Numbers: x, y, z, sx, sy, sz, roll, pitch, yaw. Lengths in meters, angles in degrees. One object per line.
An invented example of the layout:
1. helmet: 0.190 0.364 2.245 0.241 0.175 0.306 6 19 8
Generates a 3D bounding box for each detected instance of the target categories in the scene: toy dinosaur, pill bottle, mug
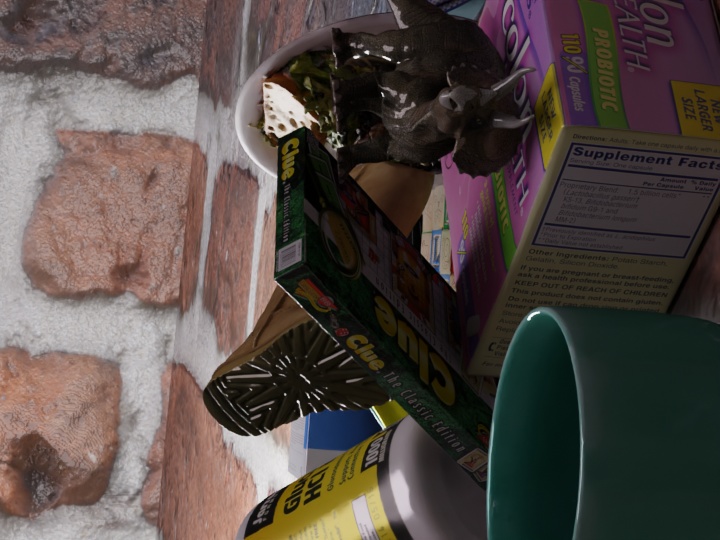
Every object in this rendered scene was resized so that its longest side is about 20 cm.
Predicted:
1. toy dinosaur: 0.036 -0.095 1.113 0.200 0.102 0.077 -89 -5 -65
2. pill bottle: -0.001 0.164 1.234 0.200 0.112 0.113 -33 45 35
3. mug: 0.128 0.092 0.980 0.185 0.114 0.152 -139 54 -77

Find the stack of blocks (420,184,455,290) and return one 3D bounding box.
1. stack of blocks: 0.088 0.004 1.351 0.200 0.058 0.115 -178 92 -78

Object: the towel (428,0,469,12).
1. towel: 0.081 -0.220 1.315 0.200 0.145 0.024 -103 -9 -56

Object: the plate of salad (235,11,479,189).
1. plate of salad: 0.020 -0.095 1.376 0.200 0.200 0.048 111 157 -54

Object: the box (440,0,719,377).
1. box: 0.116 -0.068 1.148 0.200 0.096 0.176 109 162 -48

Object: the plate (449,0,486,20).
1. plate: 0.042 -0.162 1.495 0.200 0.026 0.200 -52 10 14

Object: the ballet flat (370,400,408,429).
1. ballet flat: 0.060 0.114 1.325 0.200 0.067 0.067 62 -144 -9

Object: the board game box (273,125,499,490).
1. board game box: 0.019 0.022 1.137 0.200 0.023 0.105 46 -149 -37

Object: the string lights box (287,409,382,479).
1. string lights box: -0.015 0.055 1.582 0.103 0.059 0.201 -178 92 -81

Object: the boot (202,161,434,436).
1. boot: 0.000 0.000 1.298 0.175 0.066 0.200 -17 29 39

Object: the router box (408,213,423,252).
1. router box: 0.047 0.081 1.541 0.149 0.051 0.200 113 159 -62
